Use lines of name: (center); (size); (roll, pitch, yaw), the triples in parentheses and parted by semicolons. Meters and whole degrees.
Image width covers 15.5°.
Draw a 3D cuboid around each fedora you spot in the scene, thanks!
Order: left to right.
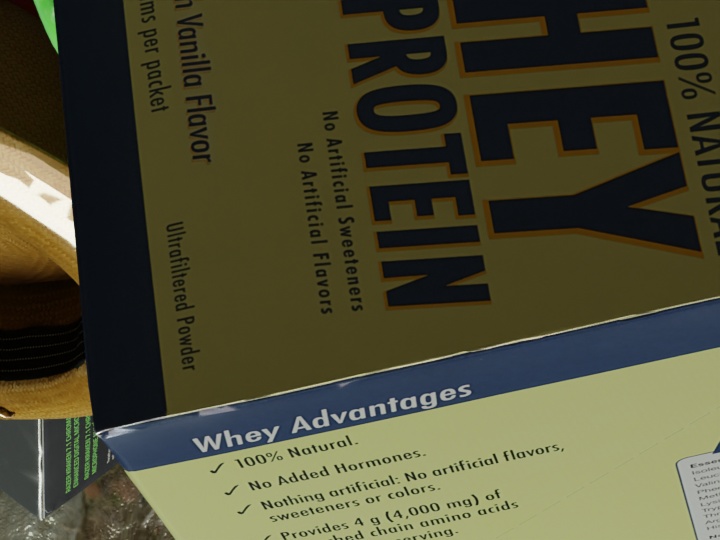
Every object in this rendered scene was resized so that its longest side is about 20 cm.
fedora: (-0.132, -0.030, 0.788); (0.199, 0.082, 0.201); (11, 149, 6)

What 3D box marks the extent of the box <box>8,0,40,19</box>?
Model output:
box: (-0.133, -0.126, 0.845); (0.099, 0.096, 0.200); (5, 172, 3)

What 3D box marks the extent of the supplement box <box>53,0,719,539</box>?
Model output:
supplement box: (0.048, 0.002, 0.667); (0.199, 0.135, 0.200); (-13, 150, 7)

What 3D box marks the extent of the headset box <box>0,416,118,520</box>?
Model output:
headset box: (-0.115, -0.028, 0.965); (0.174, 0.093, 0.200); (34, -129, 26)

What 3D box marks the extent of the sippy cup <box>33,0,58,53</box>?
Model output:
sippy cup: (-0.018, -0.123, 0.691); (0.129, 0.140, 0.178); (-5, -151, 8)
